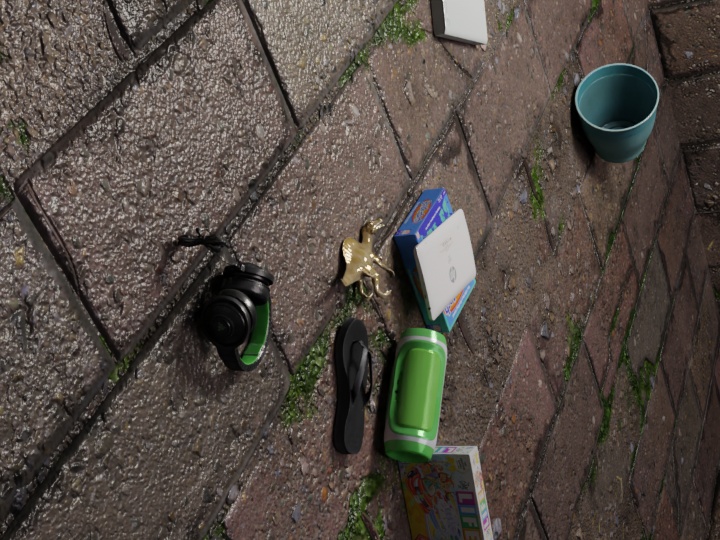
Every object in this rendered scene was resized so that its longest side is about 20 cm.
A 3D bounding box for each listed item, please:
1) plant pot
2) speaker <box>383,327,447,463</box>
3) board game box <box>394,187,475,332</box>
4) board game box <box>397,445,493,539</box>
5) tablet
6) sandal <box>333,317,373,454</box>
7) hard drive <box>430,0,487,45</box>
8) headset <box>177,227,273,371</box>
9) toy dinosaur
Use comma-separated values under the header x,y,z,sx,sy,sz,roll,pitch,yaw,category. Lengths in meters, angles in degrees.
x,y,z,sx,sy,sz,roll,pitch,yaw,category
0.635,-0.373,2.671,0.189,0.197,0.203,64,33,-58,plant pot
0.088,0.199,1.723,0.088,0.087,0.203,40,53,-51,speaker
0.133,-0.017,1.874,0.153,0.044,0.202,-56,134,-47,board game box
0.139,0.383,1.744,0.034,0.133,0.203,-27,109,-57,board game box
0.148,-0.013,1.843,0.200,0.013,0.132,-39,120,-53,tablet
-0.002,0.172,1.615,0.076,0.042,0.203,16,72,-58,sandal
0.187,-0.505,2.054,0.199,0.026,0.134,-10,95,-61,hard drive
-0.165,0.035,1.348,0.124,0.093,0.202,-68,156,-44,headset
0.000,0.000,1.651,0.102,0.058,0.201,55,32,-19,toy dinosaur
